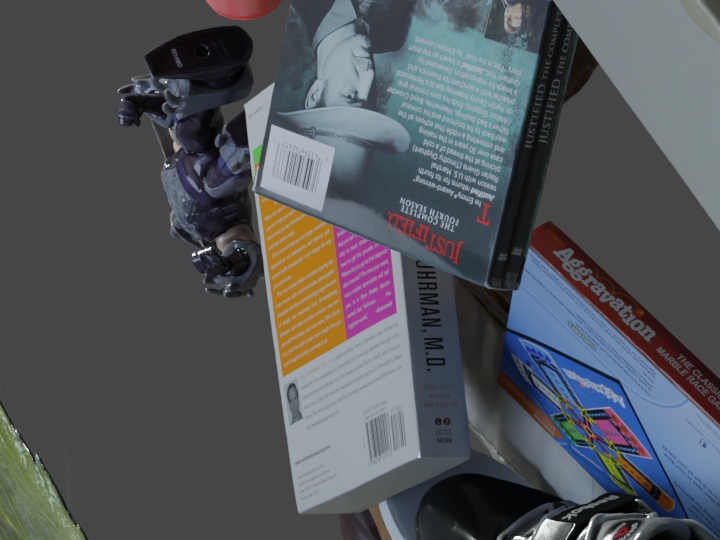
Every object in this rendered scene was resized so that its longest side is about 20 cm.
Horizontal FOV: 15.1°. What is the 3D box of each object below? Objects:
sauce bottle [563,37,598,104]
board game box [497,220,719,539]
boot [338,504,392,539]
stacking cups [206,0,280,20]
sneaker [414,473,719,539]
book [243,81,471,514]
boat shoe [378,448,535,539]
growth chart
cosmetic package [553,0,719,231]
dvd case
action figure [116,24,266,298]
[{"bbox_3d":[0.021,-0.139,1.112,0.200,0.066,0.066,44,149,38],"label":"sauce bottle"},{"bbox_3d":[0.132,0.077,1.121,0.200,0.019,0.103,45,150,27],"label":"board game box"},{"bbox_3d":[0.011,0.097,1.402,0.200,0.072,0.166,88,163,-53],"label":"boot"},{"bbox_3d":[-0.063,-0.200,1.239,0.061,0.060,0.200,46,150,38],"label":"stacking cups"},{"bbox_3d":[0.105,0.121,1.118,0.200,0.074,0.089,28,142,32],"label":"sneaker"},{"bbox_3d":[0.000,0.000,1.229,0.134,0.048,0.200,147,121,-62],"label":"book"},{"bbox_3d":[0.081,0.162,1.247,0.200,0.071,0.070,40,147,22],"label":"boat shoe"},{"bbox_3d":[0.072,0.051,1.253,0.200,0.018,0.145,53,154,27],"label":"growth chart"},{"bbox_3d":[0.130,-0.095,0.874,0.200,0.104,0.073,56,154,18],"label":"cosmetic package"},{"bbox_3d":[0.028,-0.107,1.042,0.146,0.022,0.200,22,103,46],"label":"dvd case"},{"bbox_3d":[-0.080,-0.058,1.414,0.130,0.069,0.200,55,159,12],"label":"action figure"}]
